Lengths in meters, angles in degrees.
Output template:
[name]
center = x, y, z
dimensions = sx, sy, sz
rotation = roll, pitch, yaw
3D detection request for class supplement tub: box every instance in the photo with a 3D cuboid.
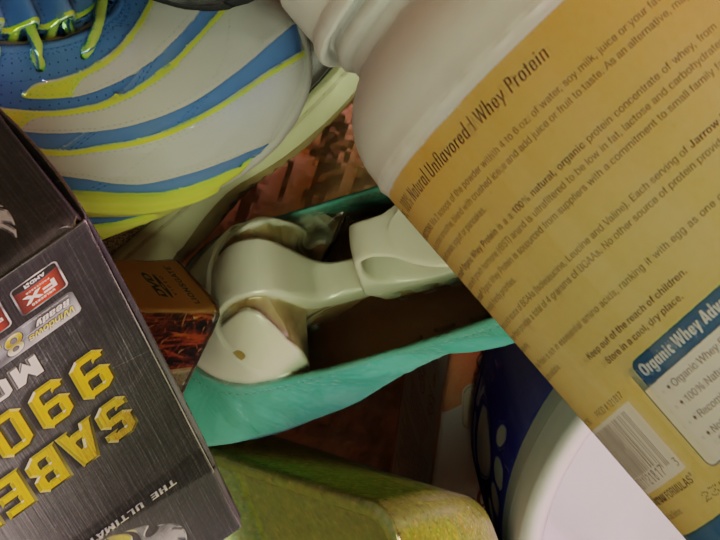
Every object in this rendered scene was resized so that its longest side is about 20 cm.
[supplement tub]
center = 0.090, -0.032, 0.664
dimensions = 0.145, 0.145, 0.200
rotation = -43, 84, 19

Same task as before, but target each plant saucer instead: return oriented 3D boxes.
[plant saucer]
center = 0.007, 0.134, 0.869
dimensions = 0.048, 0.200, 0.200
rotation = -30, 110, -25

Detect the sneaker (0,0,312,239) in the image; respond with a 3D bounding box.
[sneaker]
center = -0.105, -0.048, 0.664
dimensions = 0.199, 0.076, 0.105
rotation = -10, 169, -10

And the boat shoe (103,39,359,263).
[boat shoe]
center = -0.050, -0.062, 0.796
dimensions = 0.065, 0.073, 0.200
rotation = 25, 117, -33

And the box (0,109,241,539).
[box]
center = -0.139, 0.070, 0.674
dimensions = 0.200, 0.048, 0.159
rotation = -34, 146, -10

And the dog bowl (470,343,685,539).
[dog bowl]
center = 0.138, 0.059, 0.852
dimensions = 0.199, 0.079, 0.201
rotation = -6, 124, -9

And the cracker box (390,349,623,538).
[cracker box]
center = 0.080, 0.085, 0.942
dimensions = 0.133, 0.058, 0.201
rotation = -2, 126, -11

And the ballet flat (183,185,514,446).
[ballet flat]
center = 0.000, 0.000, 0.790
dimensions = 0.199, 0.068, 0.070
rotation = -17, 153, 24

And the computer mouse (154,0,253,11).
[computer mouse]
center = -0.076, -0.160, 0.640
dimensions = 0.200, 0.046, 0.141
rotation = 28, 110, -17

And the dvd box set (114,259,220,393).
[dvd box set]
center = -0.145, 0.061, 0.739
dimensions = 0.200, 0.029, 0.147
rotation = 2, 123, -46
